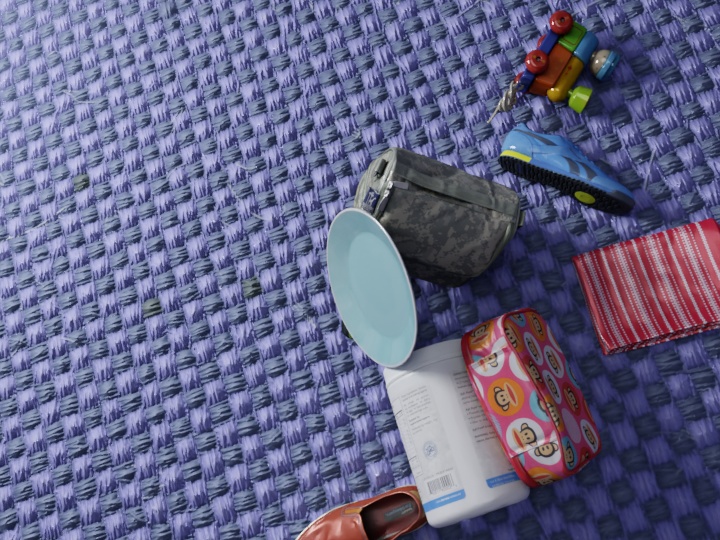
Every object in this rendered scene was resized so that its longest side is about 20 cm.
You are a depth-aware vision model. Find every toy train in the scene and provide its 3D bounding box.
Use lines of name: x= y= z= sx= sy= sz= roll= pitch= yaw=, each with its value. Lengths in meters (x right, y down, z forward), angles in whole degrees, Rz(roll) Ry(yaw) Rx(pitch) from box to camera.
toy train: x=0.278 y=-0.261 z=1.081 sx=0.115 sy=0.085 sz=0.201 roll=31 pitch=80 yaw=5

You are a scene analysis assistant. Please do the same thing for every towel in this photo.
towel: x=0.396 y=0.020 z=0.994 sx=0.198 sy=0.023 sz=0.146 roll=-16 pitch=70 yaw=6

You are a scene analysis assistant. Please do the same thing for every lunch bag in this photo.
lunch bag: x=0.215 y=0.145 z=0.914 sx=0.082 sy=0.176 sz=0.202 roll=-31 pitch=76 yaw=31
lunch bag: x=0.091 y=-0.074 z=0.972 sx=0.198 sy=0.168 sz=0.141 roll=17 pitch=69 yaw=-11

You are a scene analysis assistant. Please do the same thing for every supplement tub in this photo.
supplement tub: x=0.116 y=0.200 z=0.931 sx=0.131 sy=0.132 sz=0.202 roll=-19 pitch=70 yaw=4

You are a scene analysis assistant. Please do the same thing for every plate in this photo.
plate: x=0.018 y=0.020 z=0.921 sx=0.025 sy=0.201 sz=0.201 roll=-19 pitch=67 yaw=-27

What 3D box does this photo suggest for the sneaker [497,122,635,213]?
sneaker: x=0.293 y=-0.147 z=1.044 sx=0.199 sy=0.066 sz=0.079 roll=27 pitch=75 yaw=18

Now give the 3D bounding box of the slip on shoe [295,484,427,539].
slip on shoe: x=-0.002 y=0.327 z=0.951 sx=0.198 sy=0.061 sz=0.075 roll=-25 pitch=71 yaw=4

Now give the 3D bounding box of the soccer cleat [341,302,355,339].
soccer cleat: x=0.000 y=0.000 z=1.058 sx=0.080 sy=0.068 sz=0.202 roll=9 pitch=68 yaw=23
